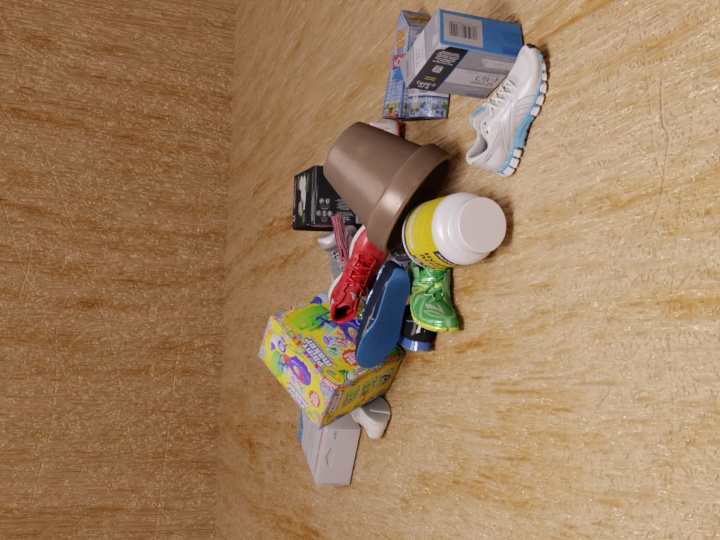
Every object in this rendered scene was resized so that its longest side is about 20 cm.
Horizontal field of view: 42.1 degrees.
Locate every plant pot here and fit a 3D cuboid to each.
[{"bbox_3d":[0.035,-0.162,1.601,0.201,0.174,0.201,-49,-12,-15],"label":"plant pot"}]

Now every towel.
[{"bbox_3d":[0.000,0.000,1.854,0.146,0.022,0.201,-102,-15,-46],"label":"towel"}]

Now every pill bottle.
[{"bbox_3d":[0.148,-0.063,1.469,0.200,0.109,0.114,170,103,-71],"label":"pill bottle"}]

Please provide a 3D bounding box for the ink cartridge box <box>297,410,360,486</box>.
[{"bbox_3d":[-0.073,0.362,2.083,0.200,0.083,0.147,-123,40,-62],"label":"ink cartridge box"}]

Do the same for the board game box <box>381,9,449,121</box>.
[{"bbox_3d":[0.107,-0.383,1.732,0.200,0.060,0.205,-159,73,-71],"label":"board game box"}]

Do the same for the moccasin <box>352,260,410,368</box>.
[{"bbox_3d":[0.040,0.077,1.650,0.203,0.079,0.068,-66,28,23],"label":"moccasin"}]

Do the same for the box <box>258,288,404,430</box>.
[{"bbox_3d":[-0.058,0.163,1.801,0.200,0.191,0.123,46,137,24],"label":"box"}]

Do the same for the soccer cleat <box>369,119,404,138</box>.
[{"bbox_3d":[0.024,-0.259,1.916,0.200,0.083,0.070,150,122,-67],"label":"soccer cleat"}]

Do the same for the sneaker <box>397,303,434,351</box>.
[{"bbox_3d":[0.081,0.092,1.714,0.199,0.069,0.080,18,100,64],"label":"sneaker"}]

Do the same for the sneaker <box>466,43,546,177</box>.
[{"bbox_3d":[0.208,-0.233,1.367,0.075,0.085,0.203,-115,35,-57],"label":"sneaker"}]

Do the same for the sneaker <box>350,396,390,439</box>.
[{"bbox_3d":[-0.008,0.258,1.895,0.201,0.069,0.081,55,149,40],"label":"sneaker"}]

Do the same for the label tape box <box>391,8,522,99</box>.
[{"bbox_3d":[0.147,-0.320,1.471,0.200,0.140,0.067,134,137,-62],"label":"label tape box"}]

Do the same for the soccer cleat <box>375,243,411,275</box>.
[{"bbox_3d":[0.079,-0.027,1.763,0.199,0.073,0.069,-15,46,53],"label":"soccer cleat"}]

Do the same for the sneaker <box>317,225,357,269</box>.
[{"bbox_3d":[-0.025,-0.041,1.959,0.199,0.074,0.084,15,-123,-68],"label":"sneaker"}]

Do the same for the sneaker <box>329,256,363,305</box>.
[{"bbox_3d":[-0.036,0.028,2.068,0.081,0.075,0.204,115,155,-66],"label":"sneaker"}]

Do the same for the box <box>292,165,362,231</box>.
[{"bbox_3d":[-0.058,-0.151,2.036,0.200,0.145,0.127,179,94,-72],"label":"box"}]

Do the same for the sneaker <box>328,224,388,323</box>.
[{"bbox_3d":[0.003,0.013,1.685,0.116,0.077,0.202,-91,23,-62],"label":"sneaker"}]

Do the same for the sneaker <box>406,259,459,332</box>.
[{"bbox_3d":[0.120,0.030,1.593,0.201,0.072,0.085,-110,26,-50],"label":"sneaker"}]
